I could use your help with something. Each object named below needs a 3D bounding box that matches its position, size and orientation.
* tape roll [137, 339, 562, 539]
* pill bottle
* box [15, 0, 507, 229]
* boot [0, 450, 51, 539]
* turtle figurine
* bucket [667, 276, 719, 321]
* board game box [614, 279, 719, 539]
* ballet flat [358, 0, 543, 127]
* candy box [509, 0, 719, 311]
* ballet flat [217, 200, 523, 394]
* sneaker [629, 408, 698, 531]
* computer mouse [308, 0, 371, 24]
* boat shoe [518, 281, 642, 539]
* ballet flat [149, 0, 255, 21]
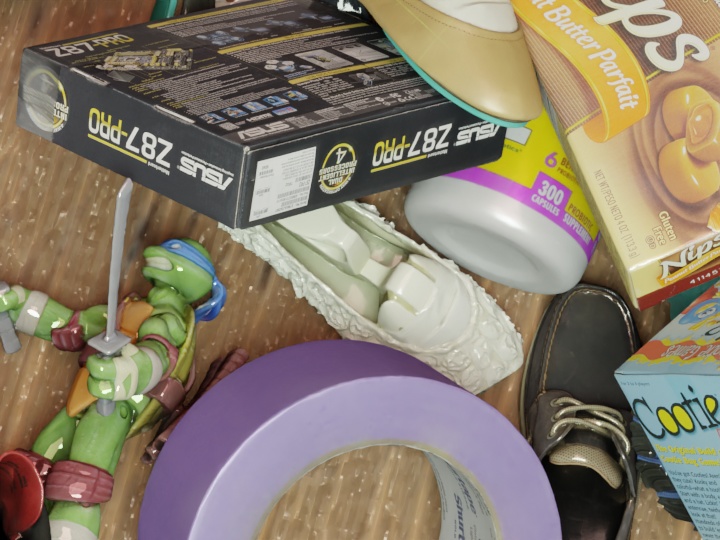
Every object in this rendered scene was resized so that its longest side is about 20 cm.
[{"bbox_3d":[-0.006,0.140,1.438,0.199,0.085,0.201,-4,103,-18],"label":"tape roll"},{"bbox_3d":[0.108,-0.096,1.540,0.104,0.104,0.200,25,75,0],"label":"pill bottle"},{"bbox_3d":[-0.046,-0.084,1.439,0.161,0.049,0.200,27,29,34],"label":"box"},{"bbox_3d":[-0.210,0.108,1.410,0.072,0.144,0.200,14,36,-38],"label":"boot"},{"bbox_3d":[-0.161,0.053,1.452,0.144,0.200,0.194,16,80,26],"label":"turtle figurine"},{"bbox_3d":[0.259,-0.032,1.526,0.206,0.135,0.208,1,78,-6],"label":"bucket"},{"bbox_3d":[0.230,0.105,1.402,0.103,0.105,0.200,-38,109,-28],"label":"board game box"},{"bbox_3d":[0.031,-0.147,1.449,0.069,0.063,0.200,-1,34,-40],"label":"ballet flat"},{"bbox_3d":[0.151,-0.094,1.442,0.115,0.055,0.200,-22,64,0],"label":"candy box"},{"bbox_3d":[0.000,0.000,1.526,0.200,0.072,0.072,34,75,2],"label":"ballet flat"},{"bbox_3d":[0.217,0.109,1.505,0.200,0.075,0.079,41,58,-27],"label":"sneaker"},{"bbox_3d":[-0.037,-0.191,1.559,0.034,0.059,0.201,-22,91,-3],"label":"computer mouse"},{"bbox_3d":[0.122,0.101,1.510,0.074,0.073,0.201,5,76,-6],"label":"boat shoe"},{"bbox_3d":[-0.084,-0.156,1.554,0.068,0.068,0.201,8,76,-13],"label":"ballet flat"}]
